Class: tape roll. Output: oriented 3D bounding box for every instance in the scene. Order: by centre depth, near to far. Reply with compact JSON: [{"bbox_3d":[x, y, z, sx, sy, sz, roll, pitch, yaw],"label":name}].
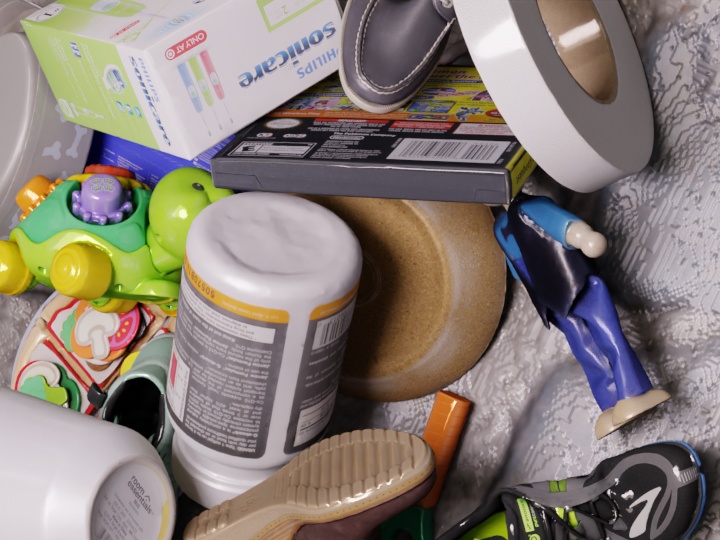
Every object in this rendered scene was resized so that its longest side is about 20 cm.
[{"bbox_3d":[0.120,-0.147,1.210,0.037,0.203,0.203,-24,74,27],"label":"tape roll"}]

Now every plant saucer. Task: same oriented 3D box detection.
[{"bbox_3d":[0.000,0.000,1.326,0.200,0.035,0.201,7,107,22],"label":"plant saucer"}]

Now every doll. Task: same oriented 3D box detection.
[{"bbox_3d":[0.130,0.006,1.244,0.048,0.136,0.200,-26,80,-17],"label":"doll"}]

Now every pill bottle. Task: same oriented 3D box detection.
[{"bbox_3d":[-0.069,0.058,1.281,0.116,0.116,0.200,35,131,29],"label":"pill bottle"}]

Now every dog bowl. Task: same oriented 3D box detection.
[{"bbox_3d":[-0.265,-0.108,1.481,0.200,0.059,0.201,-27,56,50],"label":"dog bowl"}]

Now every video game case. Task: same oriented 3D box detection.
[{"bbox_3d":[0.029,-0.093,1.262,0.199,0.181,0.026,4,117,22],"label":"video game case"}]

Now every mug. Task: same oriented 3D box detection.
[{"bbox_3d":[-0.192,0.154,1.279,0.153,0.186,0.150,2,90,38],"label":"mug"}]

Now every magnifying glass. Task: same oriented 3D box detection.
[{"bbox_3d":[0.034,0.180,1.340,0.079,0.022,0.201,22,99,31],"label":"magnifying glass"}]

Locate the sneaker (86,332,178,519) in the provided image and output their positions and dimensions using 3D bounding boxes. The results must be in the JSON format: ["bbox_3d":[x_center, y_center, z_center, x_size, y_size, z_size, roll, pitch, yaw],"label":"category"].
[{"bbox_3d":[-0.170,0.149,1.384,0.074,0.118,0.201,16,102,7],"label":"sneaker"}]

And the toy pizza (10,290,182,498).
[{"bbox_3d":[-0.197,0.097,1.478,0.200,0.032,0.201,-3,85,31],"label":"toy pizza"}]

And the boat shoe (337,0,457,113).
[{"bbox_3d":[0.043,-0.197,1.260,0.073,0.063,0.200,27,73,-3],"label":"boat shoe"}]

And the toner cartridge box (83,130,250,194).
[{"bbox_3d":[-0.116,-0.073,1.426,0.200,0.043,0.095,29,114,30],"label":"toner cartridge box"}]

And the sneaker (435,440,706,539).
[{"bbox_3d":[0.132,0.165,1.243,0.199,0.083,0.071,-24,76,28],"label":"sneaker"}]

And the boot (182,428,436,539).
[{"bbox_3d":[0.000,0.195,1.278,0.200,0.166,0.072,-24,30,26],"label":"boot"}]

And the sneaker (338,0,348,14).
[{"bbox_3d":[-0.016,-0.235,1.341,0.080,0.071,0.200,-43,74,10],"label":"sneaker"}]

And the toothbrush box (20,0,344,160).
[{"bbox_3d":[-0.121,-0.159,1.332,0.200,0.145,0.086,22,140,54],"label":"toothbrush box"}]

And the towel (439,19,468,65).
[{"bbox_3d":[-0.007,-0.220,1.392,0.191,0.032,0.201,-25,73,27],"label":"towel"}]

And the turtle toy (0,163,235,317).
[{"bbox_3d":[-0.167,-0.024,1.373,0.200,0.146,0.101,2,83,37],"label":"turtle toy"}]
